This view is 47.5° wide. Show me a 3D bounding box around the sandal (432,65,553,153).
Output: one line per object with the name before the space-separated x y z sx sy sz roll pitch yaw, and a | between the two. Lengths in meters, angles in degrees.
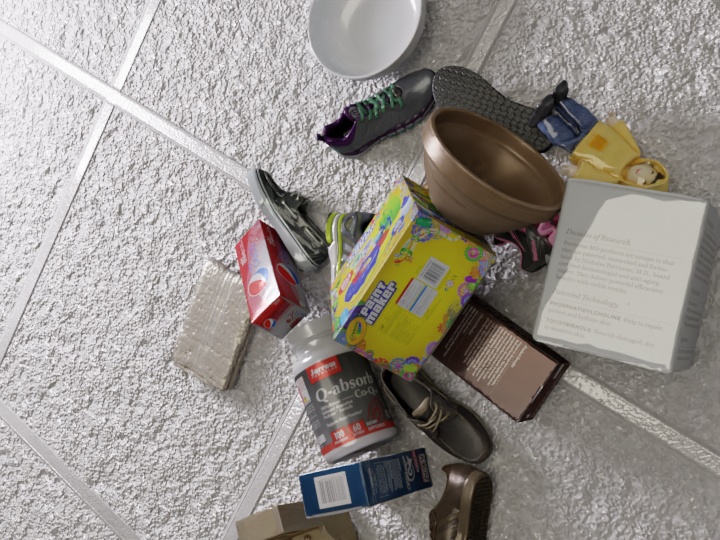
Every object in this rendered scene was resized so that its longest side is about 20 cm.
sandal | 0.190 -0.226 1.183 0.200 0.048 0.075 33 100 14

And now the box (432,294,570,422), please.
box | 0.177 0.109 1.137 0.200 0.075 0.100 38 103 28

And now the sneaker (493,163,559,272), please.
sneaker | 0.207 -0.081 1.145 0.095 0.079 0.200 -47 64 29

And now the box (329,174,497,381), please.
box | 0.062 0.004 1.103 0.122 0.193 0.200 29 105 -13

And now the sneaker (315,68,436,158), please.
sneaker | 0.027 -0.240 1.243 0.200 0.087 0.074 -35 70 22

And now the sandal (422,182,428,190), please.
sandal | 0.112 -0.102 1.202 0.082 0.055 0.200 27 98 28

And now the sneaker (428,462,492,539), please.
sneaker | 0.131 0.370 1.151 0.075 0.070 0.200 14 88 48

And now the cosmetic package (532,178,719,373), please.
cosmetic package | 0.332 0.009 1.007 0.166 0.167 0.200 13 90 30

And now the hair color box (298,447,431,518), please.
hair color box | 0.012 0.292 1.135 0.100 0.200 0.061 -18 76 26

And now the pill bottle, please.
pill bottle | -0.033 0.175 1.220 0.116 0.116 0.200 -31 72 23

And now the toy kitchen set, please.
toy kitchen set | -0.104 0.455 1.194 0.163 0.180 0.200 -28 68 25

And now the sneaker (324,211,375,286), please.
sneaker | 0.000 0.000 1.247 0.081 0.074 0.200 -14 80 23

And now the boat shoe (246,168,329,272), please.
boat shoe | -0.109 -0.093 1.323 0.071 0.072 0.200 -37 79 11

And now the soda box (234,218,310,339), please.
soda box | -0.141 0.010 1.277 0.070 0.063 0.200 -45 38 18

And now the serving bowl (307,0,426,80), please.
serving bowl | 0.018 -0.388 1.276 0.200 0.066 0.200 -3 83 29

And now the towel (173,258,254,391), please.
towel | -0.239 0.094 1.389 0.132 0.034 0.200 24 96 27

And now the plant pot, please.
plant pot | 0.153 -0.111 1.037 0.201 0.201 0.093 49 127 24

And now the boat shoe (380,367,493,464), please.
boat shoe | 0.099 0.205 1.169 0.200 0.073 0.075 38 103 26

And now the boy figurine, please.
boy figurine | 0.313 -0.155 1.075 0.124 0.064 0.200 -40 74 -20
